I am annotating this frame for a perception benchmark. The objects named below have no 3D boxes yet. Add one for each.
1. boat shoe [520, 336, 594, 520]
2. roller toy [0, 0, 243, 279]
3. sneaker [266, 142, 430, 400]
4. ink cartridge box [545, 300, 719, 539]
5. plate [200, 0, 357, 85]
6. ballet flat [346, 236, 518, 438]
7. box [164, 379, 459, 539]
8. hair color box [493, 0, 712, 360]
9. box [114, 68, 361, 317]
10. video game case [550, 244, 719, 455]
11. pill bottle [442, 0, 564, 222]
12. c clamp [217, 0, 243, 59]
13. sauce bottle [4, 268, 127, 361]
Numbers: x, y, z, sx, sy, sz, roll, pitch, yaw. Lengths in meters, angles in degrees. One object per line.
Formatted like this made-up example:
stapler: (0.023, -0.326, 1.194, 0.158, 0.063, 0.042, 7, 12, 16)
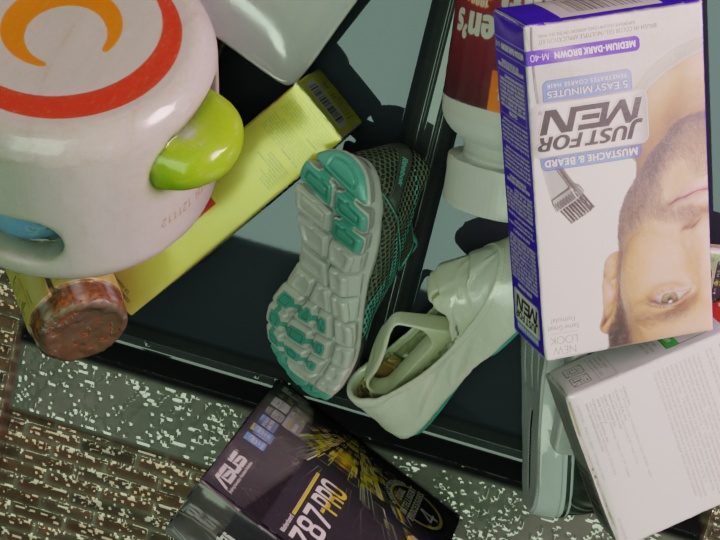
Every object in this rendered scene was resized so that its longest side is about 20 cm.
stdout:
boat shoe: (0.146, 0.064, 1.230, 0.071, 0.072, 0.201, 0, 105, -12)
roller toy: (-0.177, -0.094, 1.144, 0.182, 0.200, 0.140, -13, 142, -14)
sneaker: (0.000, 0.000, 1.232, 0.078, 0.091, 0.200, 40, 134, 26)
ink cartridge box: (0.227, 0.079, 1.166, 0.199, 0.050, 0.109, -23, 108, -4)
plate: (-0.068, -0.244, 1.171, 0.200, 0.032, 0.200, 34, 122, -11)
ballet flat: (0.057, 0.035, 1.209, 0.069, 0.069, 0.200, 39, 124, 0)
box: (-0.024, 0.163, 1.210, 0.161, 0.200, 0.049, 36, 109, 2)
hair color box: (0.143, -0.057, 1.099, 0.109, 0.065, 0.201, -10, 111, -11)
box: (-0.093, -0.048, 1.238, 0.200, 0.075, 0.050, -38, 94, 18)
video game case: (0.228, 0.055, 1.194, 0.199, 0.018, 0.144, 6, 105, -12)
pill bottle: (0.109, -0.135, 1.158, 0.109, 0.110, 0.201, 10, 105, 8)
c clamp: (-0.167, -0.176, 1.249, 0.170, 0.027, 0.201, 19, 105, 0)
sauce bottle: (-0.208, -0.034, 1.220, 0.066, 0.066, 0.200, -37, 54, 17)
